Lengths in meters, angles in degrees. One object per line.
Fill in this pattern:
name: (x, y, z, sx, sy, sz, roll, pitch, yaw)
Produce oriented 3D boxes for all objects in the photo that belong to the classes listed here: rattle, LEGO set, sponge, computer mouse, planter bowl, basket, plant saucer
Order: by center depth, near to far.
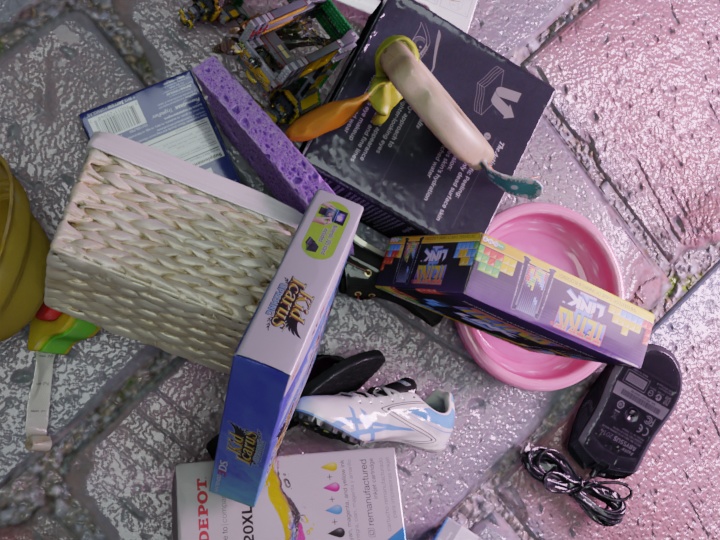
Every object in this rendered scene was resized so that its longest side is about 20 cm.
basket: (-0.166, -0.008, 0.739, 0.199, 0.136, 0.124, 23, 58, -10)
planter bowl: (-0.336, 0.003, 0.750, 0.083, 0.200, 0.201, 32, 78, -47)
rattle: (0.057, -0.100, 0.766, 0.143, 0.130, 0.200, -47, 125, -1)
sponge: (-0.079, -0.100, 0.789, 0.030, 0.112, 0.200, -36, 69, -9)
LEGO set: (-0.108, -0.223, 0.795, 0.116, 0.153, 0.201, -37, 97, -39)
plant saucer: (0.189, 0.028, 0.918, 0.199, 0.051, 0.202, 1, 86, -15)
computer mouse: (0.276, 0.167, 0.936, 0.138, 0.053, 0.201, 34, 90, -9)

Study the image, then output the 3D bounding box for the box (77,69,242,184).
box: (-0.182, -0.083, 0.841, 0.121, 0.032, 0.201, -25, 92, -13)

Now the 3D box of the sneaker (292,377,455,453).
sneaker: (0.015, 0.138, 0.837, 0.199, 0.072, 0.073, 14, 83, -40)

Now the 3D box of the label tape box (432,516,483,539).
label tape box: (0.132, 0.363, 0.833, 0.199, 0.066, 0.144, 31, 70, 16)

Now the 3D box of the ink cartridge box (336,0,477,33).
ink cartridge box: (0.064, -0.357, 0.916, 0.159, 0.047, 0.201, 18, 88, -13)

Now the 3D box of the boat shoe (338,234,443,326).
boat shoe: (0.000, 0.000, 0.862, 0.201, 0.074, 0.063, 34, 78, -4)

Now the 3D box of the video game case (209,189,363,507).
video game case: (-0.061, 0.066, 0.689, 0.045, 0.201, 0.182, 21, 47, 2)

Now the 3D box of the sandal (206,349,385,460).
sandal: (-0.067, 0.122, 0.842, 0.200, 0.075, 0.048, -28, 66, -12)

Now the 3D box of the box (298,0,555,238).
box: (0.058, -0.138, 0.860, 0.199, 0.117, 0.198, 29, 81, -10)

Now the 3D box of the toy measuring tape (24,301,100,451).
toy measuring tape: (-0.274, 0.068, 0.786, 0.073, 0.074, 0.201, 6, 80, -13)

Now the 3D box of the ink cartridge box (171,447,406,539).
ink cartridge box: (-0.071, 0.255, 0.773, 0.199, 0.145, 0.148, -1, 66, -14)

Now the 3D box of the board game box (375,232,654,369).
board game box: (0.138, 0.028, 0.777, 0.199, 0.165, 0.057, 23, 82, -23)
